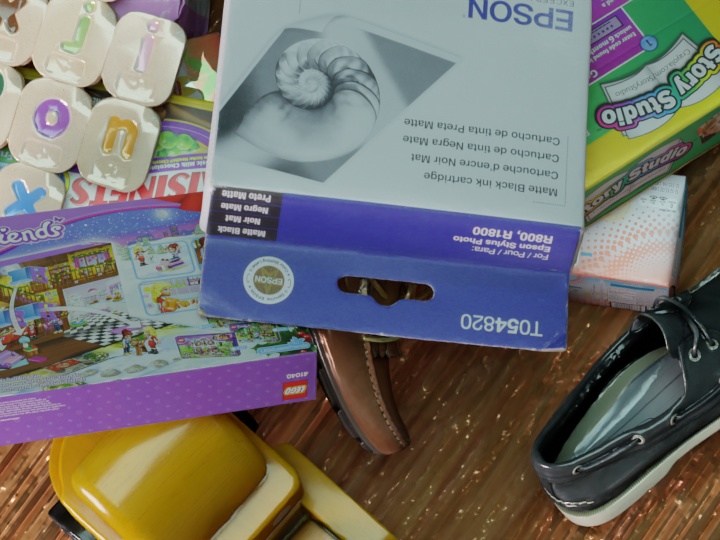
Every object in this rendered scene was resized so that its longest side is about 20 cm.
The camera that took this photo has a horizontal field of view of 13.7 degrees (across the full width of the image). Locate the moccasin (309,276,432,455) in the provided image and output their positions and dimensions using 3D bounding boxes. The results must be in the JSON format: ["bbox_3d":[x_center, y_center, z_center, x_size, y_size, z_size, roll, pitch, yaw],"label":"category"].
[{"bbox_3d":[0.000,0.000,1.624,0.078,0.074,0.202,-13,89,-1],"label":"moccasin"}]

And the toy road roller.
[{"bbox_3d":[-0.080,0.136,1.612,0.200,0.146,0.123,40,82,14],"label":"toy road roller"}]

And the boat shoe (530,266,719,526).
[{"bbox_3d":[0.168,0.050,1.637,0.199,0.066,0.075,-42,44,6],"label":"boat shoe"}]

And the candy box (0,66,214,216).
[{"bbox_3d":[-0.128,-0.051,1.672,0.200,0.026,0.102,10,82,6],"label":"candy box"}]

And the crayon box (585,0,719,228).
[{"bbox_3d":[0.101,-0.114,1.655,0.200,0.058,0.173,-32,70,-10],"label":"crayon box"}]

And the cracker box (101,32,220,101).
[{"bbox_3d":[-0.158,-0.044,1.715,0.200,0.058,0.134,-14,75,0],"label":"cracker box"}]

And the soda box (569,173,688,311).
[{"bbox_3d":[0.083,-0.027,1.688,0.200,0.064,0.069,8,75,6],"label":"soda box"}]

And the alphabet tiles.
[{"bbox_3d":[-0.201,-0.115,1.654,0.200,0.015,0.196,16,94,4],"label":"alphabet tiles"}]

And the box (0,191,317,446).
[{"bbox_3d":[-0.133,0.023,1.568,0.200,0.039,0.137,-7,44,-11],"label":"box"}]

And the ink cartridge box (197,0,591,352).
[{"bbox_3d":[0.019,-0.064,1.565,0.199,0.041,0.200,5,65,-4],"label":"ink cartridge box"}]

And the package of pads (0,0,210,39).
[{"bbox_3d":[-0.188,-0.168,1.719,0.200,0.121,0.076,1,86,5],"label":"package of pads"}]
